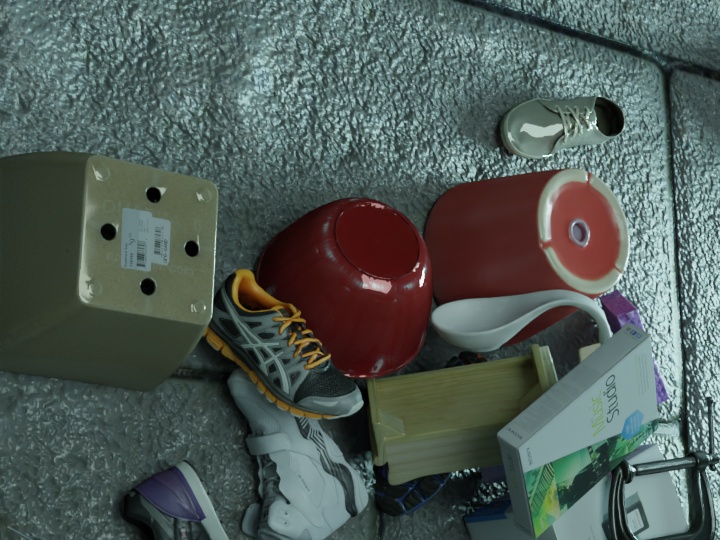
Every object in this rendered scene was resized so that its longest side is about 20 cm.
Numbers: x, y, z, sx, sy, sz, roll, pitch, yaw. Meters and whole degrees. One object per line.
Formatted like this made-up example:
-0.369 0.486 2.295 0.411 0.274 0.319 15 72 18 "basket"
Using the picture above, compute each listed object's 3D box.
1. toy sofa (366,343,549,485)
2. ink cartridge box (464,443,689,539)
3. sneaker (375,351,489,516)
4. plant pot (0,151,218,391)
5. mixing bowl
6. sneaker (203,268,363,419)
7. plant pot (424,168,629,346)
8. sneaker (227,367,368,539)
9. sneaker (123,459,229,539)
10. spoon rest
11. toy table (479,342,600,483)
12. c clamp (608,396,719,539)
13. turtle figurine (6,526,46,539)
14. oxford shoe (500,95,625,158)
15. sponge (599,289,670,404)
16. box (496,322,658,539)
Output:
0.105 0.152 1.552 0.083 0.197 0.098 -98 178 -49 "toy sofa"
0.252 0.305 1.663 0.198 0.146 0.148 -21 91 -38 "ink cartridge box"
0.087 0.188 1.616 0.075 0.079 0.201 33 73 18 "sneaker"
-0.233 -0.009 1.366 0.198 0.176 0.203 12 72 -34 "plant pot"
0.000 0.000 1.529 0.197 0.109 0.202 13 52 -17 "mixing bowl"
-0.077 0.076 1.457 0.199 0.078 0.078 34 29 20 "sneaker"
0.198 -0.026 1.681 0.198 0.177 0.204 9 73 -33 "plant pot"
-0.085 0.201 1.486 0.201 0.075 0.115 51 57 -13 "sneaker"
-0.161 0.291 1.408 0.087 0.076 0.201 -25 75 -26 "sneaker"
0.174 0.052 1.586 0.197 0.100 0.062 2 110 -1 "spoon rest"
0.221 0.158 1.669 0.197 0.184 0.119 -14 75 -5 "toy table"
0.339 0.243 1.638 0.198 0.027 0.174 -8 88 -39 "c clamp"
-0.263 0.330 1.319 0.200 0.100 0.150 49 56 -23 "turtle figurine"
0.256 -0.184 1.836 0.198 0.057 0.076 -9 87 -35 "oxford shoe"
0.327 0.089 1.756 0.029 0.200 0.113 -21 94 5 "sponge"
0.229 0.167 1.520 0.199 0.036 0.146 -36 134 -22 "box"
